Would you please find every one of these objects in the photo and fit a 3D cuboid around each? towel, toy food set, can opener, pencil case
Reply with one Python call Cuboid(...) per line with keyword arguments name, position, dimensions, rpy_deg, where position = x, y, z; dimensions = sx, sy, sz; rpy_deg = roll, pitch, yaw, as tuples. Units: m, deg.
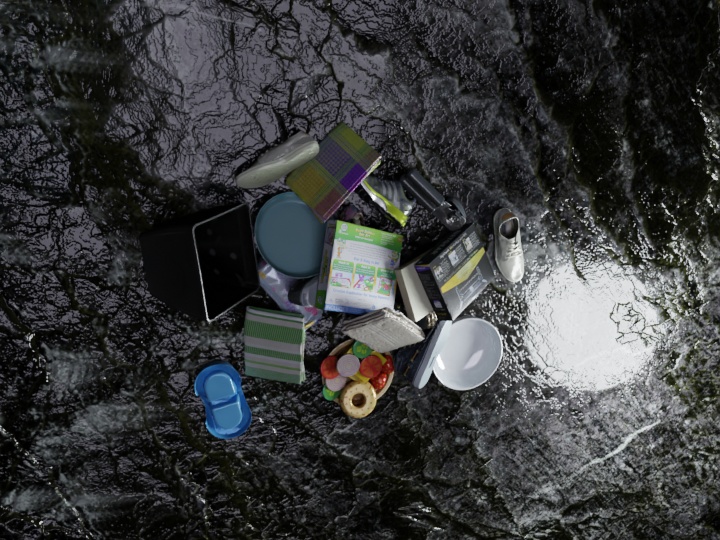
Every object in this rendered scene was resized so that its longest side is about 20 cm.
Cuboid(name="towel", position=(0.053, 0.141, 1.494), dimensions=(0.131, 0.035, 0.200), rpy_deg=(-20, 148, 23))
Cuboid(name="toy food set", position=(-0.008, 0.264, 1.626), dimensions=(0.200, 0.049, 0.198), rpy_deg=(-46, 112, 3))
Cuboid(name="can opener", position=(0.180, -0.176, 1.546), dimensions=(0.200, 0.067, 0.053), rpy_deg=(42, 132, -17))
Cuboid(name="towel", position=(-0.064, -0.222, 1.437), dimensions=(0.144, 0.023, 0.200), rpy_deg=(44, 93, 16))
Cuboid(name="towel", position=(-0.202, 0.178, 1.512), dimensions=(0.151, 0.023, 0.202), rpy_deg=(9, 123, 6))
Cuboid(name="pencil case", position=(-0.173, 0.050, 1.496), dimensions=(0.091, 0.083, 0.201), rpy_deg=(-45, 114, -26))

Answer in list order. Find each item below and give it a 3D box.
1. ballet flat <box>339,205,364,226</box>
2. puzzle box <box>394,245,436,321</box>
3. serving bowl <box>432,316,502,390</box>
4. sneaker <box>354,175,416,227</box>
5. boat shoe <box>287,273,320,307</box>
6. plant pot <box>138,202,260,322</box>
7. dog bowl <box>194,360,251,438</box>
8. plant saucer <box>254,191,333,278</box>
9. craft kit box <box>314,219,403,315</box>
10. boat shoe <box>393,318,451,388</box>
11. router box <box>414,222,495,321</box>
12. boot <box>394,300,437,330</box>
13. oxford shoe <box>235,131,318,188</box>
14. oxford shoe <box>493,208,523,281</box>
Cuboid(name="ballet flat", position=(-0.013, -0.051, 1.514), dimensions=(0.068, 0.071, 0.202), rpy_deg=(-8, 109, -15))
Cuboid(name="puzzle box", position=(0.172, 0.023, 1.552), dimensions=(0.199, 0.025, 0.134), rpy_deg=(-28, 106, -38))
Cuboid(name="serving bowl", position=(0.269, 0.208, 1.674), dimensions=(0.198, 0.066, 0.203), rpy_deg=(-4, 107, -13))
Cuboid(name="sneaker", position=(0.049, -0.191, 1.497), dimensions=(0.200, 0.074, 0.081), rpy_deg=(41, 79, -25))
Cuboid(name="boat shoe", position=(-0.102, 0.032, 1.473), dimensions=(0.056, 0.200, 0.070), rpy_deg=(3, 106, 22))
Cuboid(name="plant pot", position=(-0.348, -0.028, 1.357), dimensions=(0.175, 0.200, 0.202), rpy_deg=(5, 111, 24))
Cuboid(name="dog bowl", position=(-0.334, 0.309, 1.553), dimensions=(0.110, 0.050, 0.202), rpy_deg=(-16, 111, -10))
Cuboid(name="plant saucer", position=(-0.147, -0.078, 1.452), dimensions=(0.198, 0.027, 0.203), rpy_deg=(7, 74, -24))
Cuboid(name="craft kit box", position=(0.000, 0.000, 1.454), dimensions=(0.198, 0.048, 0.200), rpy_deg=(11, 89, -37))
Cuboid(name="boat shoe", position=(0.151, 0.189, 1.593), dimensions=(0.071, 0.090, 0.202), rpy_deg=(-6, 123, -58))
Cuboid(name="router box", position=(0.233, 0.002, 1.554), dimensions=(0.200, 0.052, 0.158), rpy_deg=(-39, 113, -35))
Cuboid(name="boot", position=(0.105, 0.088, 1.588), dimensions=(0.149, 0.073, 0.202), rpy_deg=(-20, 114, -7))
Cuboid(name="oxford shoe", position=(-0.187, -0.244, 1.411), dimensions=(0.199, 0.075, 0.058), rpy_deg=(-29, 74, 4))
Cuboid(name="oxford shoe", position=(0.381, -0.059, 1.626), dimensions=(0.074, 0.058, 0.202), rpy_deg=(-19, 112, -11))
